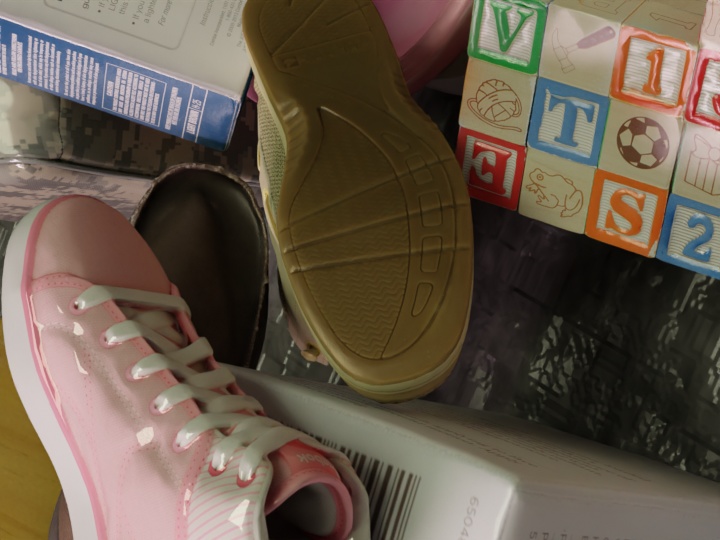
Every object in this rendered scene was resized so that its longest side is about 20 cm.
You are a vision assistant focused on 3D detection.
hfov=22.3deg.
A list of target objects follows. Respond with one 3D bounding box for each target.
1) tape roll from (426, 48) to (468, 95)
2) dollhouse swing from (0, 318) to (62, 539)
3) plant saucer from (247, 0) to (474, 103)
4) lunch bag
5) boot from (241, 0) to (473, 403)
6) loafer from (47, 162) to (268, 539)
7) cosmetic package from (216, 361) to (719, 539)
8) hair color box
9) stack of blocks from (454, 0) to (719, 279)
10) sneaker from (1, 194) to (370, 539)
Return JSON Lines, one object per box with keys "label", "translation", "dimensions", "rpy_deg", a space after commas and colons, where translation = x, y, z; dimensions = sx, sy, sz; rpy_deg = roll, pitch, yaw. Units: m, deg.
{"label": "tape roll", "translation": [0.058, -0.181, 0.851], "dimensions": [0.202, 0.037, 0.204], "rpy_deg": [-11, 74, 41]}
{"label": "dollhouse swing", "translation": [-0.140, 0.142, 0.795], "dimensions": [0.182, 0.175, 0.201], "rpy_deg": [113, 171, -59]}
{"label": "plant saucer", "translation": [0.005, -0.164, 0.837], "dimensions": [0.200, 0.051, 0.202], "rpy_deg": [-9, 77, 42]}
{"label": "lunch bag", "translation": [-0.137, -0.113, 0.912], "dimensions": [0.139, 0.199, 0.169], "rpy_deg": [-8, 81, 41]}
{"label": "boot", "translation": [0.000, 0.000, 0.735], "dimensions": [0.156, 0.072, 0.201], "rpy_deg": [85, 169, -51]}
{"label": "loafer", "translation": [-0.073, 0.035, 0.743], "dimensions": [0.071, 0.073, 0.201], "rpy_deg": [118, 163, -58]}
{"label": "cosmetic package", "translation": [0.036, 0.141, 0.694], "dimensions": [0.164, 0.199, 0.166], "rpy_deg": [16, 91, 43]}
{"label": "hair color box", "translation": [-0.134, -0.135, 0.785], "dimensions": [0.061, 0.199, 0.101], "rpy_deg": [120, 169, -68]}
{"label": "stack of blocks", "translation": [0.139, -0.060, 0.661], "dimensions": [0.199, 0.059, 0.116], "rpy_deg": [19, 122, 21]}
{"label": "sneaker", "translation": [-0.052, 0.053, 0.609], "dimensions": [0.104, 0.075, 0.201], "rpy_deg": [-29, 66, 34]}
